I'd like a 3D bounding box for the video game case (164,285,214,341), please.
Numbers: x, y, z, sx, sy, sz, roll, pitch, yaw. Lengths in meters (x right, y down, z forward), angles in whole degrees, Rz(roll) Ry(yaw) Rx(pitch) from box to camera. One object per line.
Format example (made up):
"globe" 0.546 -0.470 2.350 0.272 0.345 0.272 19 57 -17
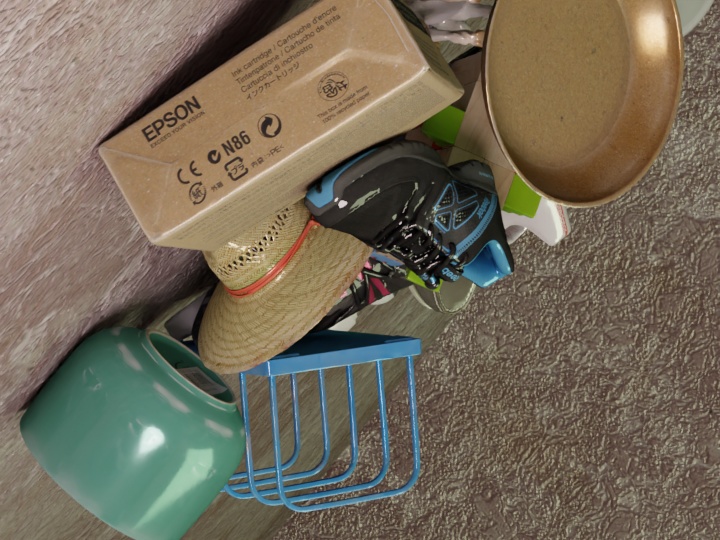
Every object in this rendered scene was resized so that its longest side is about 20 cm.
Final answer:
"video game case" -0.056 -0.020 1.903 0.200 0.023 0.182 -35 -179 18

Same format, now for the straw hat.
"straw hat" -0.078 -0.028 1.680 0.201 0.085 0.201 -35 -152 21

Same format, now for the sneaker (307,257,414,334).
"sneaker" 0.000 0.000 1.790 0.200 0.077 0.084 -37 -176 26

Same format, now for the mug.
"mug" -0.166 0.107 1.726 0.114 0.152 0.185 -50 -144 10

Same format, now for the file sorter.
"file sorter" -0.058 0.115 1.825 0.139 0.123 0.200 -8 -175 -31

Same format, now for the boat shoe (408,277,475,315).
"boat shoe" 0.081 -0.031 1.976 0.072 0.060 0.202 -32 141 -28

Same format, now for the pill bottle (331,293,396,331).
"pill bottle" 0.013 -0.042 2.046 0.200 0.116 0.116 -47 172 -4

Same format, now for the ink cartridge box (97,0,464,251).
"ink cartridge box" -0.045 -0.094 1.425 0.200 0.075 0.165 -32 175 7

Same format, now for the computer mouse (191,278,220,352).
"computer mouse" -0.077 -0.007 1.787 0.059 0.034 0.200 -17 -141 47

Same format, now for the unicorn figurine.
"unicorn figurine" 0.059 -0.192 1.653 0.200 0.137 0.074 5 92 -54

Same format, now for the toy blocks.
"toy blocks" 0.067 -0.075 1.681 0.200 0.100 0.137 -70 -164 -9

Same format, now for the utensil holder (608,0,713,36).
"utensil holder" 0.192 -0.260 1.764 0.170 0.170 0.200 -49 170 6

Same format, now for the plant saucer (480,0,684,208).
"plant saucer" 0.149 -0.145 1.612 0.035 0.200 0.200 9 -135 49

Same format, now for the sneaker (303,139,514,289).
"sneaker" 0.041 -0.034 1.507 0.073 0.082 0.200 -31 161 31

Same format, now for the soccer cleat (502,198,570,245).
"soccer cleat" 0.090 -0.060 1.804 0.069 0.085 0.200 -36 -157 -28

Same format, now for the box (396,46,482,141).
"box" 0.043 -0.127 1.860 0.200 0.038 0.137 -31 -176 37
